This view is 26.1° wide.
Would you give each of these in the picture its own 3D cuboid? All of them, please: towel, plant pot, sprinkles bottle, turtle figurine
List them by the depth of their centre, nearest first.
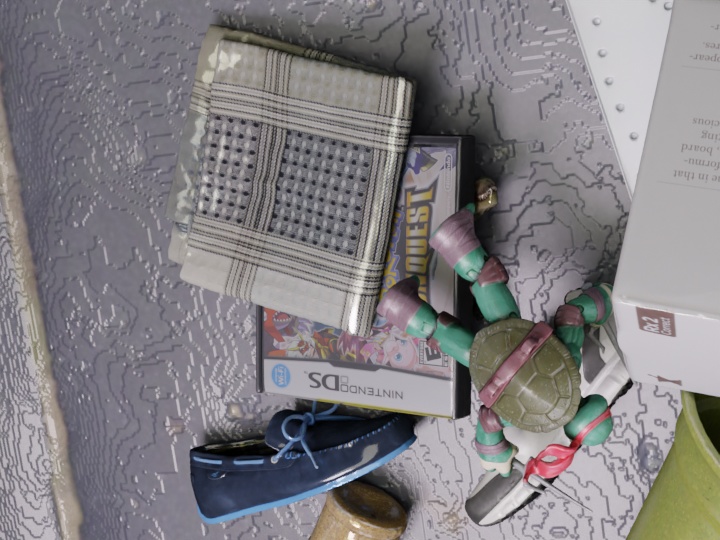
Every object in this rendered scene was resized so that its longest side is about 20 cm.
[{"bbox_3d":[0.111,0.059,1.032,0.200,0.101,0.150,44,93,11],"label":"turtle figurine"},{"bbox_3d":[0.261,0.187,1.041,0.200,0.200,0.185,34,122,10],"label":"plant pot"},{"bbox_3d":[-0.059,-0.069,1.136,0.199,0.034,0.194,18,104,32],"label":"towel"},{"bbox_3d":[-0.030,0.264,1.215,0.068,0.068,0.201,27,109,13],"label":"sprinkles bottle"}]

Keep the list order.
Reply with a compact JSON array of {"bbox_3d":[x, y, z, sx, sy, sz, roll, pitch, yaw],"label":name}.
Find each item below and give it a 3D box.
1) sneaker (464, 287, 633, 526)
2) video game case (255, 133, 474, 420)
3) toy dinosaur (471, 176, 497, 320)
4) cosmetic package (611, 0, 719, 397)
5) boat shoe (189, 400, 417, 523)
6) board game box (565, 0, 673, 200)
[{"bbox_3d":[0.134,0.098,1.124,0.080,0.074,0.201,39,103,12],"label":"sneaker"},{"bbox_3d":[0.000,0.000,1.137,0.180,0.025,0.202,5,98,34],"label":"video game case"},{"bbox_3d":[0.047,0.012,1.147,0.200,0.047,0.088,-40,80,27],"label":"toy dinosaur"},{"bbox_3d":[0.252,-0.034,0.926,0.164,0.165,0.202,9,73,17],"label":"cosmetic package"},{"bbox_3d":[-0.054,0.140,1.191,0.199,0.084,0.069,-21,91,21],"label":"boat shoe"},{"bbox_3d":[0.252,-0.157,1.043,0.199,0.026,0.201,-17,95,23],"label":"board game box"}]
